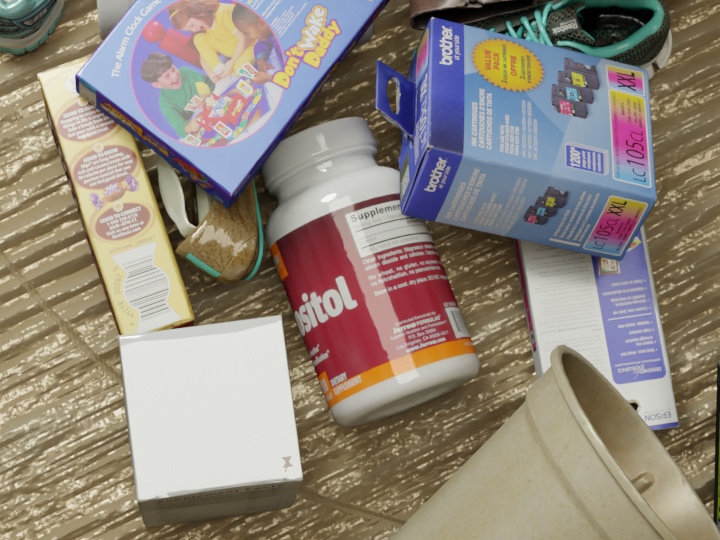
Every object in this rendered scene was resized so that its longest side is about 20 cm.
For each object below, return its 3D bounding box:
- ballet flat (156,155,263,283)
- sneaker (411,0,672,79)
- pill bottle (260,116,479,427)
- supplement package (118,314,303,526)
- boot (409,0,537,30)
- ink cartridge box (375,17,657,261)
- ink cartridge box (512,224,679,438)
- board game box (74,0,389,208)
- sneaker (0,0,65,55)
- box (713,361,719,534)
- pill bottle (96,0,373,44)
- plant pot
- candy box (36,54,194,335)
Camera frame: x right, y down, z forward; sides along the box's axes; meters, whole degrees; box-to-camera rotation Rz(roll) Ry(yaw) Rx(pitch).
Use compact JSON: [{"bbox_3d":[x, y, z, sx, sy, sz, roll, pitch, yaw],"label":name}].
[{"bbox_3d":[-0.110,-0.081,1.604,0.072,0.068,0.201,15,53,-25],"label":"ballet flat"},{"bbox_3d":[0.136,-0.174,1.660,0.199,0.091,0.078,-11,79,-6],"label":"sneaker"},{"bbox_3d":[0.000,0.000,1.606,0.112,0.113,0.201,-20,80,-8],"label":"pill bottle"},{"bbox_3d":[-0.101,0.105,1.533,0.113,0.200,0.110,-7,80,-6],"label":"supplement package"},{"bbox_3d":[0.120,-0.264,1.672,0.199,0.072,0.167,-12,63,8],"label":"boot"},{"bbox_3d":[0.101,-0.095,1.594,0.199,0.077,0.137,11,47,-9],"label":"ink cartridge box"},{"bbox_3d":[0.168,0.024,1.653,0.094,0.037,0.201,-8,77,-6],"label":"ink cartridge box"},{"bbox_3d":[-0.082,-0.164,1.550,0.134,0.045,0.200,37,78,1],"label":"board game box"},{"bbox_3d":[-0.224,-0.259,1.654,0.077,0.086,0.201,17,78,-1],"label":"sneaker"},{"bbox_3d":[0.347,0.145,1.584,0.198,0.048,0.194,-7,115,-5],"label":"box"},{"bbox_3d":[-0.092,-0.215,1.642,0.198,0.112,0.113,-3,79,-5],"label":"pill bottle"},{"bbox_3d":[0.125,0.186,1.541,0.183,0.200,0.201,-39,83,13],"label":"plant pot"},{"bbox_3d":[-0.171,-0.041,1.600,0.056,0.117,0.201,-20,81,-7],"label":"candy box"}]
